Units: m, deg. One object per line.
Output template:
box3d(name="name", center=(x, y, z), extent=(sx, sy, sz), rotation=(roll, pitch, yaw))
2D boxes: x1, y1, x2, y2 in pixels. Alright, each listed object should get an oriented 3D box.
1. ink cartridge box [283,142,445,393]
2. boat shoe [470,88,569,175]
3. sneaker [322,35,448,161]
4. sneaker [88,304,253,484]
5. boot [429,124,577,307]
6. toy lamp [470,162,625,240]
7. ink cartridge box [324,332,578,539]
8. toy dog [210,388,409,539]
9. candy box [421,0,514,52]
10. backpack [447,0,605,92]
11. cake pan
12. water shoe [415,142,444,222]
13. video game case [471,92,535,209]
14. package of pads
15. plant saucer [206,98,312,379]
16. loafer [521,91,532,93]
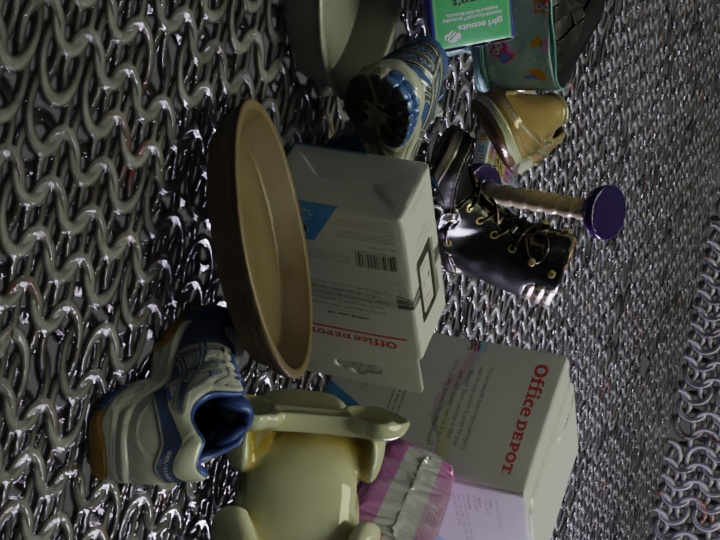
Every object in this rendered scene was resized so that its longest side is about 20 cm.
box3d(name="ink cartridge box", center=(0.000, 0.000, 1.618), extent=(0.200, 0.116, 0.068), rotation=(82, 26, -45))
box3d(name="boat shoe", center=(0.150, -0.137, 1.837), extent=(0.072, 0.076, 0.200), rotation=(63, 8, 5))
box3d(name="sneaker", center=(0.029, -0.115, 1.611), extent=(0.085, 0.077, 0.200), rotation=(-47, 174, -26))
box3d(name="sneaker", center=(-0.106, 0.091, 1.385), extent=(0.200, 0.088, 0.075), rotation=(-55, 147, -56))
box3d(name="boot", center=(0.123, -0.044, 1.856), extent=(0.200, 0.150, 0.073), rotation=(104, 8, -55))
box3d(name="toy lamp", center=(0.156, -0.069, 1.936), extent=(0.058, 0.200, 0.058), rotation=(-10, 104, -44))
box3d(name="ink cartridge box", center=(0.075, 0.155, 1.790), extent=(0.146, 0.200, 0.147), rotation=(76, 29, -51))
box3d(name="toy dog", center=(-0.059, 0.196, 1.553), extent=(0.194, 0.139, 0.201), rotation=(-161, -103, -71))
box3d(name="candy box", center=(0.074, -0.309, 1.667), extent=(0.200, 0.077, 0.169), rotation=(79, 2, -46))
box3d(name="backpack", center=(0.145, -0.258, 1.869), extent=(0.200, 0.153, 0.176), rotation=(-77, 165, -53))
box3d(name="cake pan", center=(-0.011, -0.233, 1.592), extent=(0.200, 0.037, 0.201), rotation=(10, 90, -72))
box3d(name="water shoe", center=(0.039, -0.067, 1.763), extent=(0.072, 0.079, 0.200), rotation=(58, 44, -64))
box3d(name="video game case", center=(0.156, -0.166, 2.174), extent=(0.143, 0.018, 0.200), rotation=(45, 57, -69))
box3d(name="package of pads", center=(0.000, 0.245, 1.692), extent=(0.200, 0.076, 0.121), rotation=(-60, 179, 40))
box3d(name="plant saucer", center=(-0.071, -0.021, 1.442), extent=(0.200, 0.029, 0.201), rotation=(-9, 90, -81))
box3d(name="loafer", center=(0.162, -0.268, 2.047), extent=(0.076, 0.067, 0.200), rotation=(-54, 144, -55))
